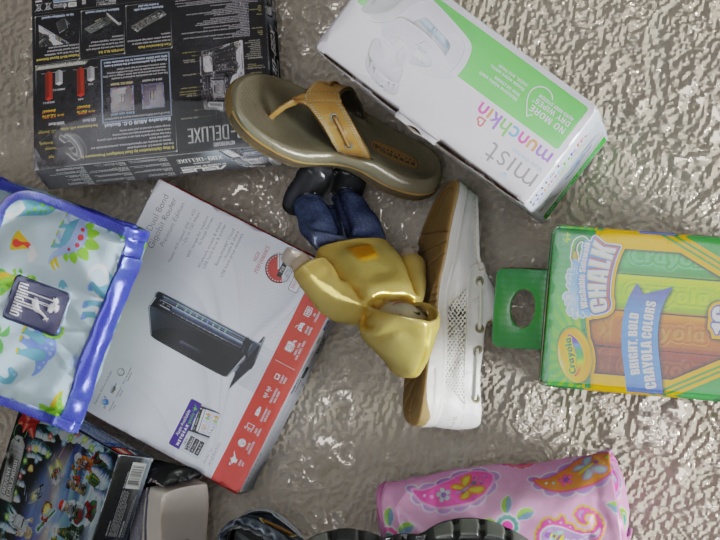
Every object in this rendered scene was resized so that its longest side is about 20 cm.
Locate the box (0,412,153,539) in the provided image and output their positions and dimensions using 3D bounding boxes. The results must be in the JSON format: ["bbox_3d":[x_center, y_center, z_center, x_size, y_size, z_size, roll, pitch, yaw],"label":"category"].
[{"bbox_3d":[-0.251,0.219,1.499,0.137,0.040,0.200,22,95,43],"label":"box"}]

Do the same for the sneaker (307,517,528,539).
[{"bbox_3d":[0.047,0.234,1.408,0.199,0.079,0.076,3,53,-2],"label":"sneaker"}]

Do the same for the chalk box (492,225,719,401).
[{"bbox_3d":[0.200,0.034,1.429,0.199,0.124,0.125,3,86,10],"label":"chalk box"}]

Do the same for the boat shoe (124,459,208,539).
[{"bbox_3d":[-0.176,0.247,1.517,0.093,0.075,0.201,14,102,40],"label":"boat shoe"}]

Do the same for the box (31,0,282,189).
[{"bbox_3d":[-0.166,-0.156,1.517,0.199,0.050,0.158,-6,71,5],"label":"box"}]

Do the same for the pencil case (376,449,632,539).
[{"bbox_3d":[0.110,0.194,1.455,0.199,0.087,0.088,-10,85,9],"label":"pencil case"}]

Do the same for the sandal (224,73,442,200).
[{"bbox_3d":[-0.014,-0.114,1.461,0.200,0.054,0.080,19,45,-24],"label":"sandal"}]

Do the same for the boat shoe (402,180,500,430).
[{"bbox_3d":[0.080,0.030,1.485,0.069,0.071,0.201,10,80,-16],"label":"boat shoe"}]

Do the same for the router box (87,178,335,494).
[{"bbox_3d":[-0.127,0.054,1.523,0.179,0.049,0.200,26,91,10],"label":"router box"}]

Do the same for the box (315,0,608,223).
[{"bbox_3d":[0.081,-0.135,1.435,0.200,0.176,0.097,38,93,11],"label":"box"}]

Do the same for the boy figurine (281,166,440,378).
[{"bbox_3d":[0.000,0.000,1.442,0.065,0.124,0.200,-64,36,34],"label":"boy figurine"}]

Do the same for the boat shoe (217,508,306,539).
[{"bbox_3d":[-0.033,0.269,1.471,0.200,0.091,0.071,39,93,10],"label":"boat shoe"}]

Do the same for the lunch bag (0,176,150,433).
[{"bbox_3d":[-0.263,0.022,1.478,0.200,0.127,0.170,20,92,40],"label":"lunch bag"}]
